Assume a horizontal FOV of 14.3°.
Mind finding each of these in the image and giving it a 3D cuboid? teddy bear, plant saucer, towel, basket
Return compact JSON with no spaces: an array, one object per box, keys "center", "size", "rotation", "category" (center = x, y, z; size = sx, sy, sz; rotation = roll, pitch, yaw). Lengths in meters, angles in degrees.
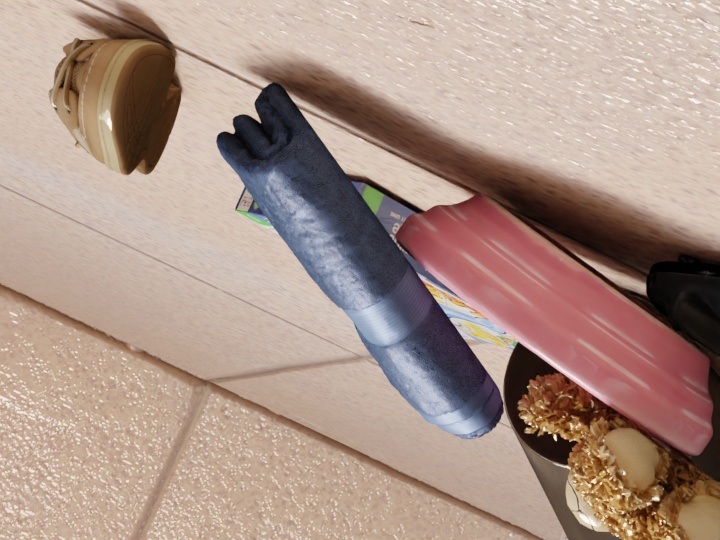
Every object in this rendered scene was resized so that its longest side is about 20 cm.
[{"center":[0.143,0.117,1.512],"size":[0.145,0.067,0.200],"rotation":[37,-177,-19],"category":"teddy bear"},{"center":[0.112,0.021,1.527],"size":[0.200,0.051,0.201],"rotation":[35,-175,-3],"category":"plant saucer"},{"center":[0.000,0.000,1.515],"size":[0.200,0.048,0.112],"rotation":[54,180,-21],"category":"towel"},{"center":[0.167,0.107,1.725],"size":[0.135,0.181,0.200],"rotation":[-9,152,18],"category":"basket"}]

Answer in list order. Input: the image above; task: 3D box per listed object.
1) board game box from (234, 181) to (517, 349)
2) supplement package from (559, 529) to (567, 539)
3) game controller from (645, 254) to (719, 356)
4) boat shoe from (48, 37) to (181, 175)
[{"center":[0.035,-0.004,1.786],"size":[0.199,0.035,0.135],"rotation":[29,171,-30],"category":"board game box"},{"center":[0.227,0.211,2.028],"size":[0.155,0.201,0.111],"rotation":[25,173,-9],"category":"supplement package"},{"center":[0.239,0.043,1.506],"size":[0.104,0.042,0.200],"rotation":[-5,153,45],"category":"game controller"},{"center":[-0.143,-0.094,1.593],"size":[0.064,0.072,0.200],"rotation":[23,173,2],"category":"boat shoe"}]
